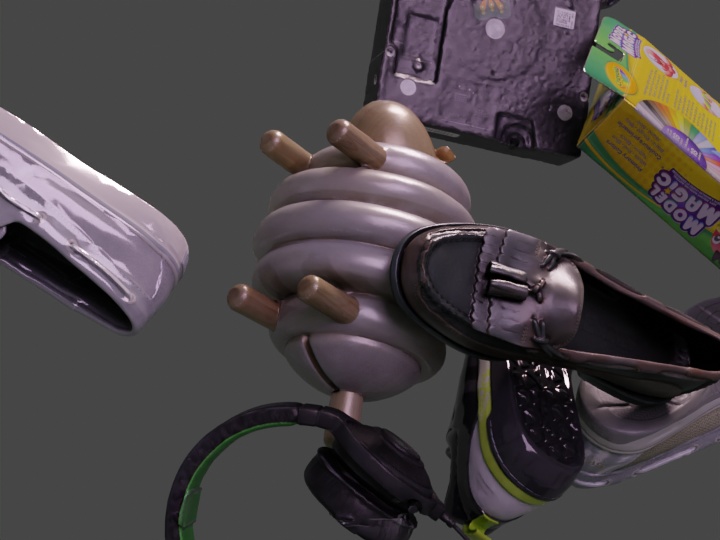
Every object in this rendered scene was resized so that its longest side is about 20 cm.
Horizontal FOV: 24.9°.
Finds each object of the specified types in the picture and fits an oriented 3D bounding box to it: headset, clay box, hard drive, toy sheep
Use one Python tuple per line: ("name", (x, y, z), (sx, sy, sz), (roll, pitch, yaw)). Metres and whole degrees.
("headset", (0.001, 0.136, 0.795), (0.200, 0.094, 0.124), (11, 92, 5))
("clay box", (0.208, -0.065, 1.007), (0.200, 0.048, 0.115), (39, 30, -5))
("hard drive", (0.083, -0.177, 1.026), (0.139, 0.038, 0.200), (10, 82, -15))
("toy sheep", (0.000, 0.000, 0.880), (0.138, 0.138, 0.200), (17, 71, -11))

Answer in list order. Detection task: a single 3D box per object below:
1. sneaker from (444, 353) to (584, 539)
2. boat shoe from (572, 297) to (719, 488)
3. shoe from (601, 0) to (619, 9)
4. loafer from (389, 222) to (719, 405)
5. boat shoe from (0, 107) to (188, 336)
("sneaker", (0.072, 0.070, 0.902), (0.072, 0.083, 0.200), (36, 29, -14))
("boat shoe", (0.200, 0.071, 0.964), (0.202, 0.065, 0.074), (-21, 52, -35))
("shoe", (0.181, -0.246, 1.127), (0.200, 0.071, 0.091), (-37, 81, -28))
("loafer", (0.110, 0.019, 0.840), (0.200, 0.063, 0.072), (20, 72, -31))
("boat shoe", (-0.191, -0.031, 0.864), (0.200, 0.072, 0.069), (34, 54, -12))
